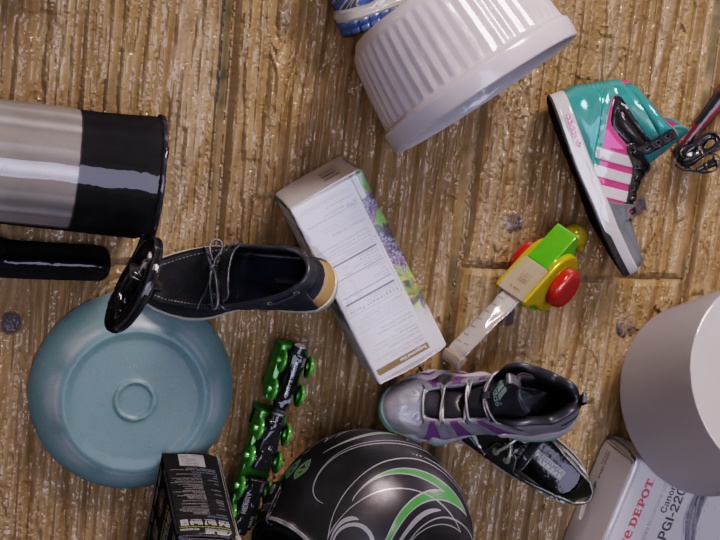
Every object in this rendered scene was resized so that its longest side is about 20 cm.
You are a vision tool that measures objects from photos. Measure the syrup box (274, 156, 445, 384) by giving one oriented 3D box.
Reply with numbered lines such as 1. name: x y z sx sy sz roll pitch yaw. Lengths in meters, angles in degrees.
1. syrup box: 0.000 0.000 1.650 0.081 0.079 0.201 -30 108 -6

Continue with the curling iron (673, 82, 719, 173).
1. curling iron: 0.383 -0.181 1.727 0.049 0.026 0.201 34 90 18

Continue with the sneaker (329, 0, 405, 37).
1. sneaker: 0.051 -0.301 1.595 0.199 0.077 0.085 -33 104 -5

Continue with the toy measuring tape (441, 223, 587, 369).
1. toy measuring tape: 0.157 0.032 1.693 0.200 0.073 0.074 -47 110 -14

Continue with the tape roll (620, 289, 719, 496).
1. tape roll: 0.377 0.119 1.704 0.201 0.139 0.204 5 76 -22

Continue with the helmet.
1. helmet: 0.011 0.251 1.657 0.190 0.199 0.201 -36 111 -32

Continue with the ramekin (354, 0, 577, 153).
1. ramekin: 0.088 -0.204 1.564 0.200 0.200 0.105 -32 90 -5

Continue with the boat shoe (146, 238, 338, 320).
1. boat shoe: -0.120 0.006 1.591 0.199 0.062 0.075 1 71 21

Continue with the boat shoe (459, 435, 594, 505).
1. boat shoe: 0.158 0.172 1.738 0.199 0.064 0.071 34 93 -18

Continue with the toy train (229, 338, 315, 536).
1. toy train: -0.093 0.162 1.678 0.042 0.056 0.201 16 98 -21

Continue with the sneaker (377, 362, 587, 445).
1. sneaker: 0.119 0.120 1.639 0.199 0.140 0.078 -2 76 -5

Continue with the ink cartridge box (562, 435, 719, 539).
1. ink cartridge box: 0.330 0.276 1.796 0.199 0.085 0.146 19 97 -15

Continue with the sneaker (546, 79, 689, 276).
1. sneaker: 0.273 -0.103 1.695 0.120 0.084 0.201 -22 106 2

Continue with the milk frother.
1. milk frother: -0.269 -0.052 1.510 0.187 0.200 0.182 5 106 -15

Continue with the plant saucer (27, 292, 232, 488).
1. plant saucer: -0.219 0.121 1.648 0.199 0.036 0.201 -3 104 -14

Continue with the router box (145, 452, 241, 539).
1. router box: -0.168 0.296 1.624 0.062 0.150 0.201 6 112 -16
